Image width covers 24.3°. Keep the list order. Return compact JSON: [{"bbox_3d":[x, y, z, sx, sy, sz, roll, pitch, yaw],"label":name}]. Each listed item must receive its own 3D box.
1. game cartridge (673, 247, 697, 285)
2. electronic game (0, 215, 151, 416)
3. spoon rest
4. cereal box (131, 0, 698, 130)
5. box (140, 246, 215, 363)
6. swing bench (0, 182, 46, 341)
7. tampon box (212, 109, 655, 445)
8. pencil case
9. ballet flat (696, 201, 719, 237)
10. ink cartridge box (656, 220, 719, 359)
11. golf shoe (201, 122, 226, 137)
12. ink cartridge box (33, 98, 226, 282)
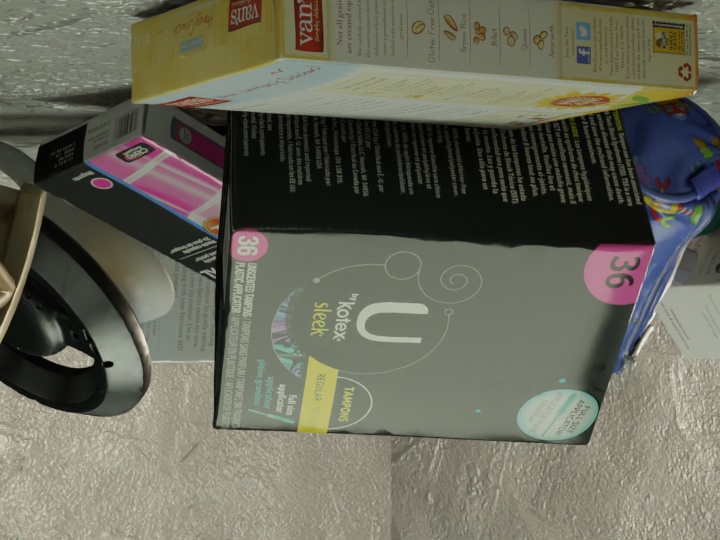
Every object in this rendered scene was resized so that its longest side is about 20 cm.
[{"bbox_3d":[0.119,-0.037,1.146,0.130,0.038,0.200,22,-179,-43],"label":"game cartridge"},{"bbox_3d":[-0.222,0.021,1.102,0.200,0.200,0.042,-2,-141,44],"label":"electronic game"},{"bbox_3d":[-0.209,-0.031,1.116,0.200,0.061,0.099,32,150,-3],"label":"spoon rest"},{"bbox_3d":[0.020,-0.089,0.704,0.200,0.040,0.144,1,178,-30],"label":"cereal box"},{"bbox_3d":[-0.094,-0.009,1.252,0.200,0.106,0.152,0,-158,-16],"label":"box"},{"bbox_3d":[-0.304,-0.014,0.908,0.199,0.130,0.200,13,179,7],"label":"swing bench"},{"bbox_3d":[0.028,-0.007,0.850,0.200,0.126,0.150,2,135,-6],"label":"tampon box"},{"bbox_3d":[0.149,-0.012,0.965,0.078,0.087,0.200,-35,158,-32],"label":"pencil case"},{"bbox_3d":[0.175,-0.065,1.131,0.075,0.068,0.200,16,-176,38],"label":"ballet flat"},{"bbox_3d":[0.323,-0.016,1.177,0.200,0.147,0.083,-3,133,43],"label":"ink cartridge box"},{"bbox_3d":[-0.086,-0.059,1.090,0.097,0.078,0.200,-10,173,39],"label":"golf shoe"},{"bbox_3d":[-0.089,-0.037,1.004,0.095,0.037,0.200,-20,146,37],"label":"ink cartridge box"}]
